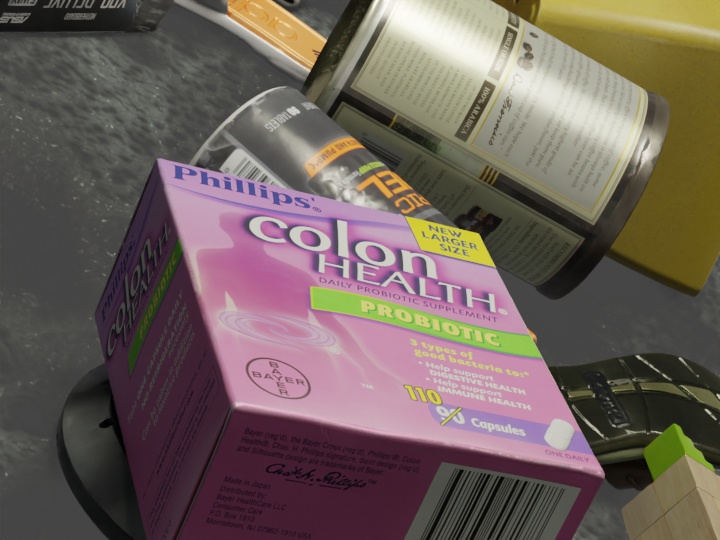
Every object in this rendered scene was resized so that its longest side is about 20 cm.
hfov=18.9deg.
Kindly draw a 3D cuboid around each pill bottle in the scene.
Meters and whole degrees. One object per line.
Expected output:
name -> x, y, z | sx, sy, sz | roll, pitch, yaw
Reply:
pill bottle -> 0.000, 0.000, 1.175 | 0.200, 0.106, 0.106 | 41, 28, 13

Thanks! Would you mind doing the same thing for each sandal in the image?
sandal -> 0.145, 0.092, 1.246 | 0.201, 0.057, 0.080 | 3, 44, -22
sandal -> -0.081, -0.198, 1.458 | 0.207, 0.059, 0.079 | 32, 27, -4

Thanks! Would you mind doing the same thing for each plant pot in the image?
plant pot -> 0.176, -0.133, 1.506 | 0.176, 0.200, 0.200 | 15, 31, -12

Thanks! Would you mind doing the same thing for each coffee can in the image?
coffee can -> 0.071, -0.093, 1.357 | 0.200, 0.146, 0.146 | 29, 27, -9

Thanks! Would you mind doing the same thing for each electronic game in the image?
electronic game -> -0.047, 0.101, 1.026 | 0.200, 0.042, 0.200 | 20, 26, -10

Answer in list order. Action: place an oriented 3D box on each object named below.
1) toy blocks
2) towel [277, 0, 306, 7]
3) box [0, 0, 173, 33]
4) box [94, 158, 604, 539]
toy blocks -> 0.217, 0.190, 1.137 | 0.137, 0.100, 0.200 | 32, 25, -30
towel -> -0.078, -0.275, 1.618 | 0.200, 0.032, 0.191 | 38, 28, 9
box -> -0.228, -0.229, 1.358 | 0.200, 0.050, 0.158 | 46, 29, 23
box -> -0.012, 0.055, 0.985 | 0.176, 0.097, 0.200 | 13, 28, -23
